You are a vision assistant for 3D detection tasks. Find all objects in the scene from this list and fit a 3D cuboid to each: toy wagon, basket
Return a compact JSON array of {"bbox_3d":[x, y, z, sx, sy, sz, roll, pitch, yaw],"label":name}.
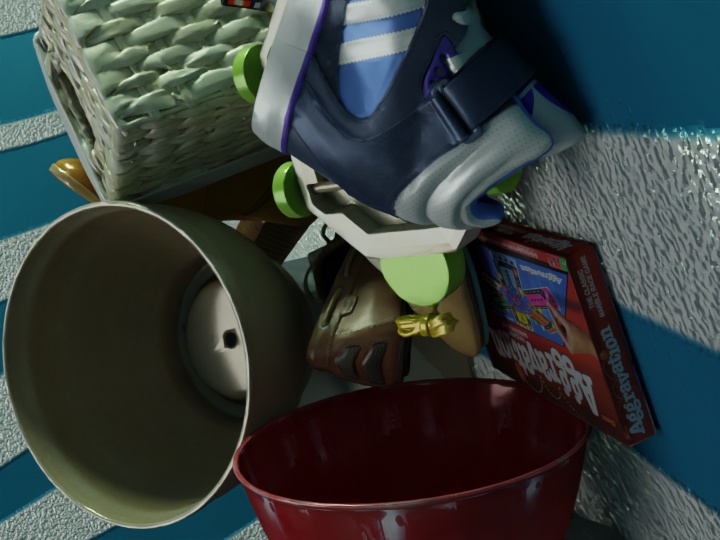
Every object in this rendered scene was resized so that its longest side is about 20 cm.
[{"bbox_3d":[0.015,-0.062,0.781,0.155,0.040,0.201,-4,110,43],"label":"toy wagon"},{"bbox_3d":[-0.093,-0.145,0.929,0.136,0.199,0.123,63,163,14],"label":"basket"}]

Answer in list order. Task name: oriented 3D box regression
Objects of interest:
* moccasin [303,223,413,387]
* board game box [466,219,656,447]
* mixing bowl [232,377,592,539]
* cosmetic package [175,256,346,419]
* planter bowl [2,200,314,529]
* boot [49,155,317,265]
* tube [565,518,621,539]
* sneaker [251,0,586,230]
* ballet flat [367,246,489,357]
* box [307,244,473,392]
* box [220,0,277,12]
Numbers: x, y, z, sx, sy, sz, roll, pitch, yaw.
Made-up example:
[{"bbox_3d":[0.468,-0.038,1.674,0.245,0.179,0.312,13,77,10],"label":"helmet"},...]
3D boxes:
[{"bbox_3d":[0.000,0.001,0.939,0.202,0.077,0.074,-80,-6,-51],"label":"moccasin"},{"bbox_3d":[0.097,0.025,0.809,0.103,0.019,0.200,68,169,-12],"label":"board game box"},{"bbox_3d":[0.035,0.141,0.823,0.200,0.199,0.109,-145,46,-70],"label":"mixing bowl"},{"bbox_3d":[-0.057,0.057,1.111,0.200,0.081,0.114,-10,-73,-63],"label":"cosmetic package"},{"bbox_3d":[-0.112,0.050,0.947,0.134,0.200,0.201,-13,-105,-57],"label":"planter bowl"},{"bbox_3d":[-0.101,-0.087,1.013,0.201,0.145,0.071,23,-171,-36],"label":"boot"},{"bbox_3d":[0.131,0.250,0.893,0.077,0.050,0.201,-133,38,-61],"label":"tube"},{"bbox_3d":[0.046,-0.115,0.660,0.081,0.146,0.201,-51,-15,-66],"label":"sneaker"},{"bbox_3d":[0.020,-0.041,0.855,0.069,0.063,0.201,132,123,-79],"label":"ballet flat"},{"bbox_3d":[0.031,0.071,1.071,0.095,0.077,0.201,54,163,48],"label":"box"},{"bbox_3d":[-0.042,-0.226,0.757,0.200,0.040,0.138,153,123,-79],"label":"box"}]
